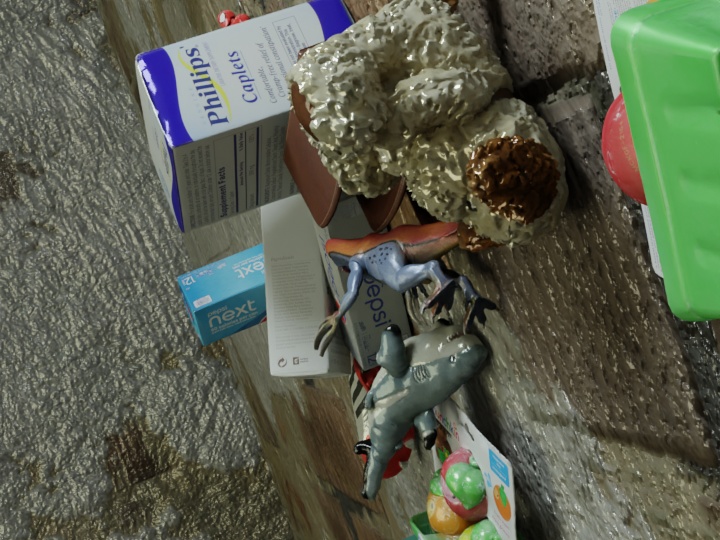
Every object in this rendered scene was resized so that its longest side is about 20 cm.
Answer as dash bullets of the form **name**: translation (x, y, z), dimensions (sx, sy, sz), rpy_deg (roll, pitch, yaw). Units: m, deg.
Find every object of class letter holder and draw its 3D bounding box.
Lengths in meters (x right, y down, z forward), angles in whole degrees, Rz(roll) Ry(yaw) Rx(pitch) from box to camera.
- **letter holder**: translation (0.014, -0.090, 0.929), dimensions (0.143, 0.100, 0.200), rpy_deg (64, 166, 13)

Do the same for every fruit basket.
- **fruit basket**: translation (0.155, -0.063, 0.494), dimensions (0.200, 0.093, 0.186), rpy_deg (-101, -6, -75)
- **fruit basket**: translation (0.098, 0.224, 1.053), dimensions (0.185, 0.093, 0.201), rpy_deg (-134, 29, -61)

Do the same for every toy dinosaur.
- **toy dinosaur**: translation (0.036, -0.011, 0.962), dimensions (0.181, 0.105, 0.201), rpy_deg (40, 118, 43)

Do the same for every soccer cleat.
- **soccer cleat**: translation (0.021, 0.158, 1.354), dimensions (0.085, 0.068, 0.201), rpy_deg (-117, 15, -60)

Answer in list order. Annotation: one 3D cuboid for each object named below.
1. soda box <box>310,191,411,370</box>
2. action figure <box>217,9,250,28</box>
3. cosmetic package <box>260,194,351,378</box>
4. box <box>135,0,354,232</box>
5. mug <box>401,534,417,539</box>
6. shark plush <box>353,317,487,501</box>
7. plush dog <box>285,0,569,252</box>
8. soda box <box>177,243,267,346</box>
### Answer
- **soda box**: translation (0.000, 0.000, 1.190), dimensions (0.068, 0.063, 0.201), rpy_deg (-131, 24, -60)
- **action figure**: translation (-0.131, -0.251, 1.377), dimensions (0.066, 0.051, 0.201), rpy_deg (83, 164, -56)
- **cosmetic package**: translation (-0.060, 0.019, 1.264), dimensions (0.102, 0.074, 0.201), rpy_deg (27, -121, -75)
- **box**: translation (-0.098, -0.145, 1.068), dimensions (0.184, 0.199, 0.105), rpy_deg (103, 144, -67)
- **mug**: translation (0.085, 0.370, 1.302), dimensions (0.185, 0.114, 0.153), rpy_deg (-144, 35, -68)
- **shark plush**: translation (0.040, 0.130, 1.035), dimensions (0.083, 0.201, 0.091), rpy_deg (40, -166, 31)
- **plush dog**: translation (0.064, -0.089, 0.723), dimensions (0.172, 0.160, 0.200), rpy_deg (49, 179, 7)
- **soda box**: translation (-0.114, 0.013, 1.363), dimensions (0.068, 0.199, 0.064), rpy_deg (83, 160, -47)
